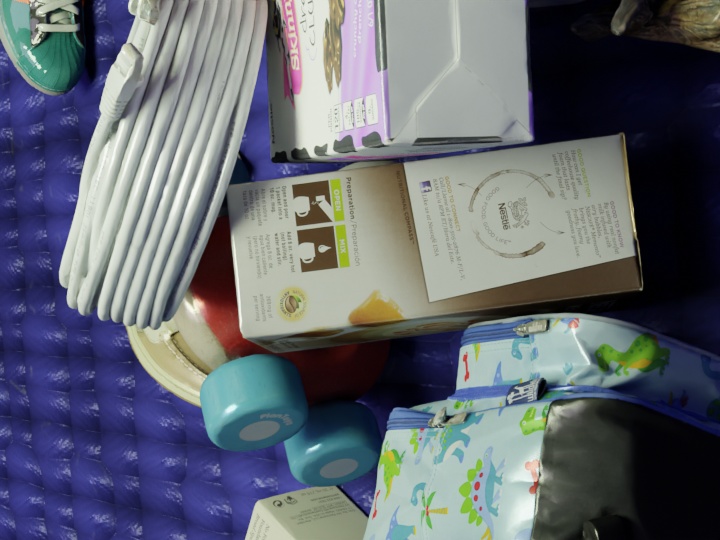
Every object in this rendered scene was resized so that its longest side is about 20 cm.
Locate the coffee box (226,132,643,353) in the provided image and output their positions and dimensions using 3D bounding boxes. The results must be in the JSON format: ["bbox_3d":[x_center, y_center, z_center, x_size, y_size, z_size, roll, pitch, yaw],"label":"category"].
[{"bbox_3d":[0.040,-0.010,0.782,0.114,0.198,0.080,48,-145,-82],"label":"coffee box"}]

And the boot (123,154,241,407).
[{"bbox_3d":[-0.120,-0.008,1.098,0.200,0.072,0.155,47,126,36],"label":"boot"}]

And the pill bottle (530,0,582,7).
[{"bbox_3d":[0.073,-0.242,0.795,0.112,0.112,0.202,6,100,50],"label":"pill bottle"}]

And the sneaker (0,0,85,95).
[{"bbox_3d":[-0.257,-0.247,1.225,0.080,0.071,0.202,-21,77,54],"label":"sneaker"}]

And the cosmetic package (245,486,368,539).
[{"bbox_3d":[0.002,0.241,0.982,0.200,0.071,0.106,37,122,41],"label":"cosmetic package"}]

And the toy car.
[{"bbox_3d":[0.000,0.000,0.920,0.199,0.177,0.185,-28,57,20],"label":"toy car"}]

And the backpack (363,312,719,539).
[{"bbox_3d":[0.108,0.106,0.759,0.199,0.182,0.148,-15,61,54],"label":"backpack"}]

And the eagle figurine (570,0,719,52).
[{"bbox_3d":[0.146,-0.204,0.694,0.151,0.150,0.202,-90,8,-82],"label":"eagle figurine"}]

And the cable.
[{"bbox_3d":[-0.104,-0.069,0.802,0.200,0.069,0.201,-89,18,-61],"label":"cable"}]

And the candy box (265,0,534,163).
[{"bbox_3d":[0.009,-0.138,0.711,0.200,0.071,0.169,-176,83,-73],"label":"candy box"}]
